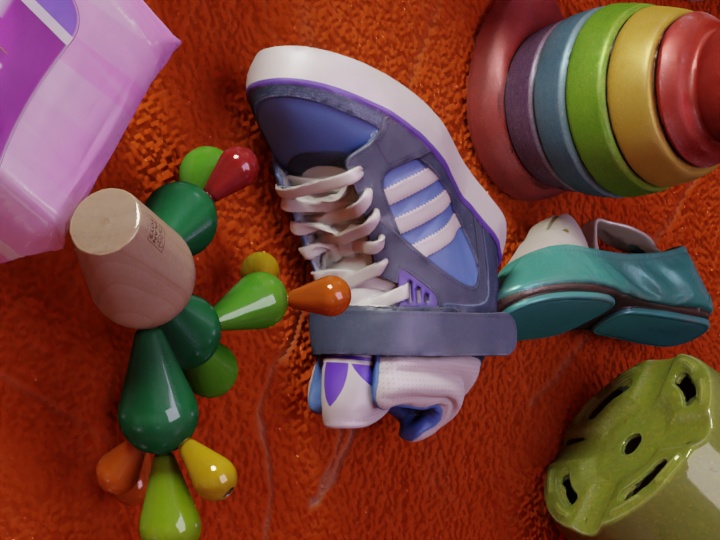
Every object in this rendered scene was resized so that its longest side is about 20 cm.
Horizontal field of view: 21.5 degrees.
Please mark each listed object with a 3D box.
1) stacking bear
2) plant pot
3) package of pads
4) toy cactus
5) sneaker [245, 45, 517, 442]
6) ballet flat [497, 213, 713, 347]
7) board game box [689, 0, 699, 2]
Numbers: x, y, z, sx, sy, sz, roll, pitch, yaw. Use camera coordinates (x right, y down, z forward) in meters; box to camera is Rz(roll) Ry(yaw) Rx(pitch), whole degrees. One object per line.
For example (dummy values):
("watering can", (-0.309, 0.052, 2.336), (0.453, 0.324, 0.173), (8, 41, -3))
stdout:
("stacking bear", (0.165, -0.097, 1.023), (0.122, 0.199, 0.114), (54, 53, -29))
("plant pot", (0.209, 0.151, 1.089), (0.190, 0.200, 0.201), (42, 58, -21))
("package of pads", (-0.173, -0.107, 0.761), (0.200, 0.075, 0.121), (46, 56, -34))
("toy cactus", (-0.076, 0.022, 0.818), (0.165, 0.102, 0.201), (64, 37, -60))
("sneaker", (0.000, 0.000, 0.931), (0.200, 0.080, 0.147), (43, 55, -43))
("ballet flat", (0.128, 0.004, 1.088), (0.199, 0.067, 0.071), (6, 60, -46))
("board game box", (0.296, -0.236, 1.167), (0.035, 0.199, 0.127), (43, 59, -36))
